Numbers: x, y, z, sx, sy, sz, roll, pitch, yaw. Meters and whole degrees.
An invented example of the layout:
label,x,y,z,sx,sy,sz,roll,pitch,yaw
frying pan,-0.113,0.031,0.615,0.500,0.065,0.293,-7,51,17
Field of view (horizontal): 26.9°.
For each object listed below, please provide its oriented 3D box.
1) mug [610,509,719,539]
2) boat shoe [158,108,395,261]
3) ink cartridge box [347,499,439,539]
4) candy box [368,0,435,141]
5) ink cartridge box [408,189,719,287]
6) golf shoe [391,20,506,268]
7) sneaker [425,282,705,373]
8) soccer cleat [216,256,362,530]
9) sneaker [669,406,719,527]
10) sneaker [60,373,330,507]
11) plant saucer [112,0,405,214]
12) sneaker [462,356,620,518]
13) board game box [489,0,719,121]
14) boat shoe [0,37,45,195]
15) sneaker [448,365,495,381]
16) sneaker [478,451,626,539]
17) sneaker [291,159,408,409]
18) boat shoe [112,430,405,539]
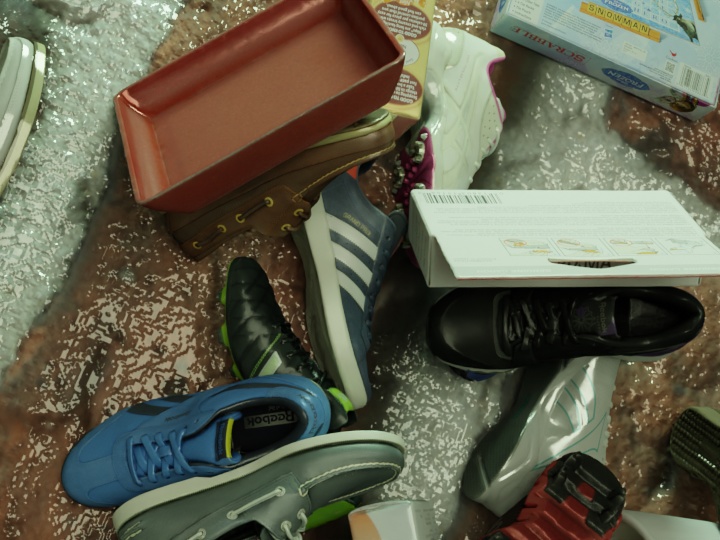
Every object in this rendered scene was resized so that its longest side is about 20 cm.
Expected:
label,x,y,z,sx,sy,sz,roll,pitch,yaw
mug,0.244,0.268,1.118,0.152,0.149,0.188,2,103,-26
boat shoe,-0.056,-0.061,1.073,0.068,0.199,0.072,66,28,-11
ink cartridge box,0.039,0.258,1.029,0.050,0.162,0.202,-9,80,7
candy box,0.016,-0.195,1.148,0.055,0.115,0.201,13,74,-14
ink cartridge box,0.143,-0.010,1.044,0.198,0.176,0.045,0,112,-7
golf shoe,0.074,-0.098,1.169,0.091,0.075,0.202,7,77,-20
sneaker,0.147,0.030,1.081,0.198,0.088,0.076,-4,84,-6
soccer cleat,-0.048,0.084,1.080,0.081,0.067,0.202,-14,86,17
sneaker,0.300,0.156,1.123,0.075,0.200,0.071,17,106,-14
sneaker,-0.117,0.116,1.021,0.199,0.078,0.066,-16,89,8
plant saucer,-0.071,-0.122,1.052,0.199,0.200,0.037,-28,121,1
sneaker,0.159,0.111,1.157,0.080,0.070,0.201,39,75,-16
board game box,0.228,-0.255,1.271,0.199,0.041,0.201,22,72,-12
boat shoe,-0.276,-0.077,1.048,0.068,0.075,0.201,21,73,-18
sneaker,0.133,0.004,1.161,0.075,0.078,0.200,43,69,-4
sneaker,0.110,0.207,1.037,0.071,0.098,0.200,41,41,11
sneaker,0.000,0.000,1.120,0.084,0.075,0.202,-8,80,-15
boat shoe,-0.060,0.160,0.984,0.199,0.073,0.062,-16,59,-4
